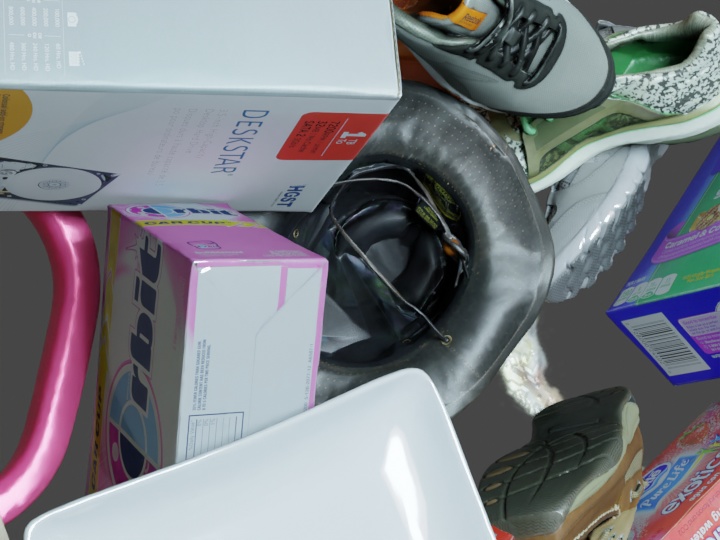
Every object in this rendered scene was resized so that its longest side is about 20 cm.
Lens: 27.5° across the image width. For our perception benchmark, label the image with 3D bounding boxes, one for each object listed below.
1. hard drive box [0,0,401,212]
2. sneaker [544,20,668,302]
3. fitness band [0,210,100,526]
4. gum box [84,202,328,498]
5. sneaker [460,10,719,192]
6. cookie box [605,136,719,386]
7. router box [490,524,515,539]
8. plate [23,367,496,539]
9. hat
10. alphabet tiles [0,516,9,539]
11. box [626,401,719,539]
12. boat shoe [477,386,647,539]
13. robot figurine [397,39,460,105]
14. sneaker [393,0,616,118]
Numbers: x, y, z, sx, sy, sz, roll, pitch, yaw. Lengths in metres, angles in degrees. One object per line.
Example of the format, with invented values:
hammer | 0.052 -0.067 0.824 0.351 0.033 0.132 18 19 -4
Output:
hard drive box | -0.100 -0.087 0.669 0.199 0.156 0.077 -1 74 -17
sneaker | 0.142 -0.069 0.920 0.082 0.075 0.200 24 68 16
fitness band | -0.202 0.032 0.714 0.143 0.037 0.201 18 71 -24
gum box | -0.077 0.078 0.685 0.066 0.113 0.201 -1 104 -28
sneaker | 0.123 -0.107 0.850 0.199 0.089 0.077 -19 61 6
cookie box | 0.271 -0.034 0.908 0.075 0.171 0.200 46 60 -14
router box | 0.022 0.247 0.719 0.179 0.049 0.200 -40 130 -30
plate | -0.020 0.164 0.615 0.200 0.032 0.200 -20 85 -30
hat | 0.000 0.000 0.797 0.200 0.081 0.201 1 79 -7
alphabet tiles | -0.243 0.180 0.650 0.200 0.015 0.196 -21 97 -24
box | 0.207 0.167 0.866 0.200 0.095 0.103 -38 96 -30
boat shoe | 0.122 0.123 0.803 0.200 0.075 0.074 -28 102 -65
robot figurine | 0.026 -0.179 0.834 0.144 0.116 0.201 3 90 -44
sneaker | 0.057 -0.123 0.737 0.200 0.079 0.074 23 102 -35
